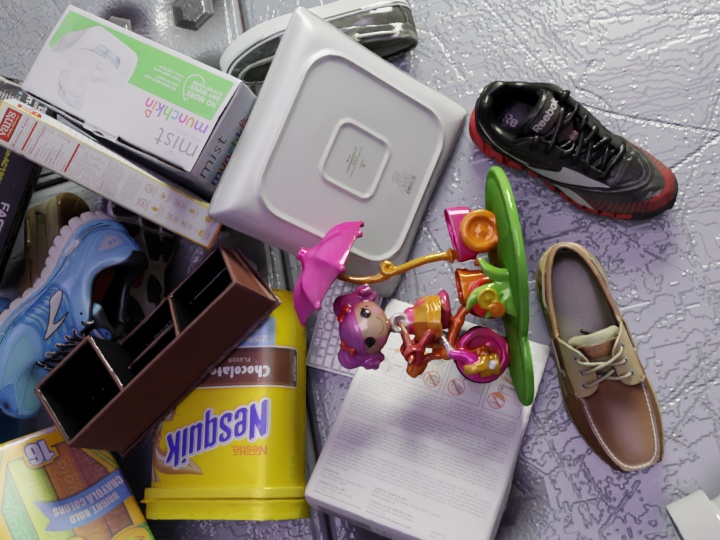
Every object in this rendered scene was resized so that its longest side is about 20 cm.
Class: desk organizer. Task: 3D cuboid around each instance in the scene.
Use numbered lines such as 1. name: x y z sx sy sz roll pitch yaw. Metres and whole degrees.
1. desk organizer: -0.173 0.064 0.726 0.200 0.077 0.072 -44 65 5

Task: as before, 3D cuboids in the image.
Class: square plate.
1. square plate: -0.009 -0.099 0.756 0.028 0.198 0.200 13 80 63

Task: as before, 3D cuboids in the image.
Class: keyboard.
1. keyboard: 0.000 0.000 0.811 0.056 0.011 0.200 13 82 18

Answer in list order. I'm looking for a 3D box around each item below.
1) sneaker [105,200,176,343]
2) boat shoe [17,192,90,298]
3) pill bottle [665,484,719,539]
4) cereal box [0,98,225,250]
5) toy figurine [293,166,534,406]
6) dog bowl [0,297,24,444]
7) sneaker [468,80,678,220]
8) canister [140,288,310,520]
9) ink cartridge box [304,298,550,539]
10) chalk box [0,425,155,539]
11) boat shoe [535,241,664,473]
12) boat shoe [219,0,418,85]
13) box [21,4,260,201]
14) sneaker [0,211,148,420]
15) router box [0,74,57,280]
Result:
1. sneaker: -0.240 -0.004 0.849 0.083 0.081 0.200 -17 64 35
2. boat shoe: -0.310 0.021 0.869 0.064 0.071 0.200 -15 67 19
3. pill bottle: 0.339 0.177 0.623 0.200 0.110 0.110 -27 72 9
4. cereal box: -0.225 -0.087 0.754 0.200 0.144 0.040 28 91 -21
5. toy figurine: 0.038 0.026 0.708 0.184 0.150 0.200 -8 90 1
6. dog bowl: -0.363 0.111 0.825 0.050 0.112 0.200 -5 54 0
7. sneaker: 0.180 -0.108 0.737 0.200 0.098 0.071 31 86 18
8. canister: -0.119 0.124 0.779 0.148 0.087 0.200 -5 75 17
9. ink cartridge box: 0.063 0.140 0.752 0.161 0.050 0.200 17 64 17
10. chalk box: -0.263 0.254 0.748 0.200 0.124 0.124 55 136 19
11. boat shoe: 0.192 0.068 0.707 0.076 0.074 0.200 -22 73 11
12. boat shoe: -0.042 -0.216 0.837 0.200 0.071 0.064 -17 73 10
13. box: -0.179 -0.138 0.804 0.200 0.176 0.097 27 85 20
14. sneaker: -0.259 0.048 0.754 0.090 0.078 0.200 30 91 27
15. router box: -0.367 -0.081 0.856 0.062 0.150 0.200 19 81 -19
